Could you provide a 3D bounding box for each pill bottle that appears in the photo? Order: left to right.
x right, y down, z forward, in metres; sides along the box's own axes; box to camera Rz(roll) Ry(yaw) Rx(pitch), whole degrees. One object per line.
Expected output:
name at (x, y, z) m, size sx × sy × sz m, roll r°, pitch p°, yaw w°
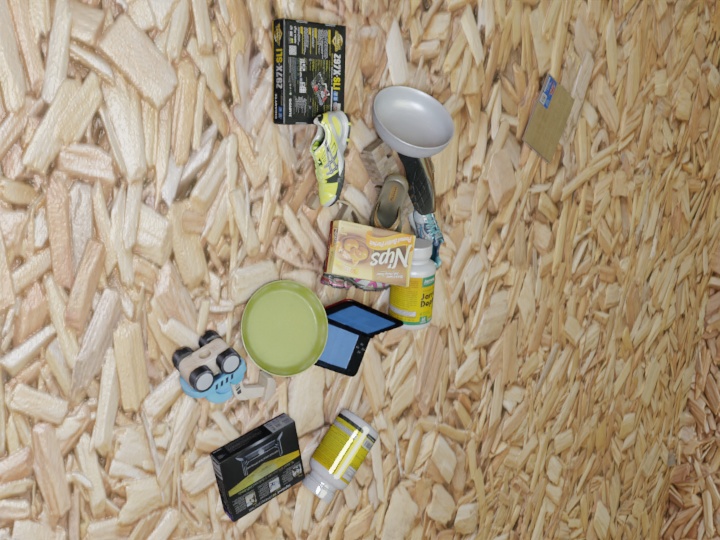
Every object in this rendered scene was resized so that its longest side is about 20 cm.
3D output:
pill bottle at (-0.052, 0.445, 1.616) m, size 0.202 × 0.111 × 0.113 m, roll -55°, pitch 128°, yaw -14°
pill bottle at (0.127, 0.030, 1.641) m, size 0.111 × 0.112 × 0.206 m, roll -12°, pitch 115°, yaw -36°

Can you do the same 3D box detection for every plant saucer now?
plant saucer at (-0.165, 0.125, 1.454) m, size 0.195 × 0.031 × 0.206 m, roll 3°, pitch 83°, yaw -24°

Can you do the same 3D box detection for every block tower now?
block tower at (0.064, -0.206, 1.577) m, size 0.058 × 0.053 × 0.203 m, roll -39°, pitch 124°, yaw -24°

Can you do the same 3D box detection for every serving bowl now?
serving bowl at (0.112, -0.325, 1.524) m, size 0.197 × 0.202 × 0.066 m, roll -21°, pitch 155°, yaw -33°

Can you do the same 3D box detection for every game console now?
game console at (-0.024, 0.160, 1.560) m, size 0.198 × 0.118 × 0.176 m, roll 25°, pitch 86°, yaw -40°

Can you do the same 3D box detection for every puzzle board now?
puzzle board at (0.537, -0.433, 1.930) m, size 0.149 × 0.017 × 0.204 m, roll 25°, pitch 85°, yaw -39°

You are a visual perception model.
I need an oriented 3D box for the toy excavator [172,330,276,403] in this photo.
toy excavator at (-0.275, 0.225, 1.402) m, size 0.192 × 0.099 × 0.204 m, roll -31°, pitch 133°, yaw -30°

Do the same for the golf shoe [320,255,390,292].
golf shoe at (0.000, 0.000, 1.567) m, size 0.196 × 0.072 × 0.095 m, roll 8°, pitch 95°, yaw -40°

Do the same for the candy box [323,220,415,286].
candy box at (0.022, -0.037, 1.507) m, size 0.195 × 0.055 × 0.119 m, roll 10°, pitch 88°, yaw -26°

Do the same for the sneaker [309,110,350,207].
sneaker at (-0.074, -0.235, 1.419) m, size 0.075 × 0.075 × 0.205 m, roll -5°, pitch 111°, yaw -30°

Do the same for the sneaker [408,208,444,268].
sneaker at (0.173, -0.101, 1.672) m, size 0.076 × 0.085 × 0.205 m, roll -20°, pitch 114°, yaw -34°

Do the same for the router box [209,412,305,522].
router box at (-0.226, 0.438, 1.510) m, size 0.197 × 0.052 × 0.161 m, roll -22°, pitch 116°, yaw -33°

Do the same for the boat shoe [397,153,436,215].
boat shoe at (0.148, -0.237, 1.604) m, size 0.073 × 0.075 × 0.205 m, roll -20°, pitch 97°, yaw -44°

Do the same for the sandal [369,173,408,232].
sandal at (0.065, -0.125, 1.554) m, size 0.055 × 0.078 × 0.203 m, roll -76°, pitch 179°, yaw -52°

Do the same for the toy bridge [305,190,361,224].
toy bridge at (-0.043, -0.121, 1.529) m, size 0.199 × 0.027 × 0.068 m, roll 42°, pitch 73°, yaw -38°

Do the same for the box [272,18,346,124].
box at (-0.105, -0.404, 1.390) m, size 0.157 × 0.049 × 0.206 m, roll -11°, pitch 108°, yaw -40°
